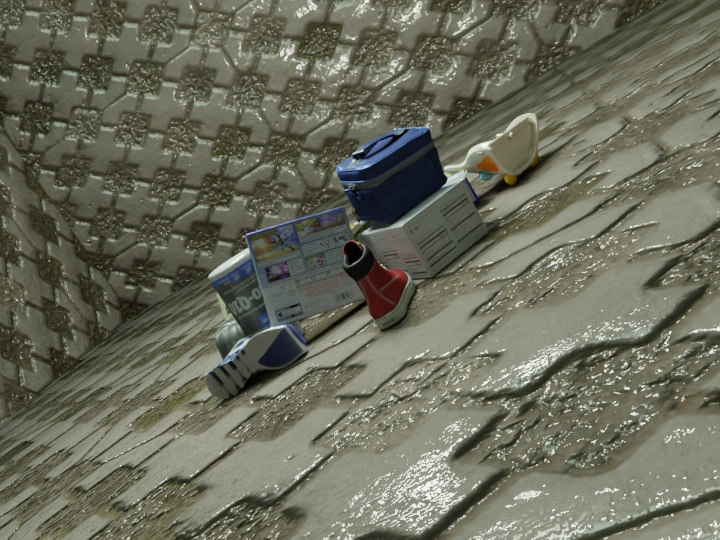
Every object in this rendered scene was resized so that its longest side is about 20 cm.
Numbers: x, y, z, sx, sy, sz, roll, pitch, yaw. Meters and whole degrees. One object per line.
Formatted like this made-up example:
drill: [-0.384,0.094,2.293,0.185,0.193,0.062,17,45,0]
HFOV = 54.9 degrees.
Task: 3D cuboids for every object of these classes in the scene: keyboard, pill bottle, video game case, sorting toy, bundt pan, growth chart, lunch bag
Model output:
keyboard: [0.147,-0.170,1.540,0.199,0.011,0.056,-25,23,26]
pill bottle: [-0.203,0.064,1.377,0.113,0.201,0.114,-31,11,6]
video game case: [-0.100,-0.006,1.320,0.198,0.183,0.045,-17,-2,-11]
sorting toy: [0.288,-0.259,1.566,0.179,0.108,0.200,1,30,47]
bundt pan: [-0.242,0.124,1.549,0.201,0.076,0.202,-31,12,7]
growth chart: [0.033,-0.103,1.436,0.199,0.018,0.145,-36,-13,-27]
lunch bag: [0.050,-0.188,1.311,0.199,0.133,0.135,-35,23,-26]

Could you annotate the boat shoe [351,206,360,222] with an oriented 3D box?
boat shoe: [0.013,-0.131,1.616,0.072,0.075,0.201,0,40,-10]

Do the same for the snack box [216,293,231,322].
snack box: [-0.258,0.067,1.687,0.199,0.117,0.037,-30,-17,28]

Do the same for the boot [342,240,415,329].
boot: [0.027,-0.001,1.185,0.072,0.145,0.200,-30,10,15]

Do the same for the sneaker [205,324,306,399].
sneaker: [-0.194,0.150,1.297,0.198,0.081,0.115,-31,13,14]

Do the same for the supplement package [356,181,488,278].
supplement package: [0.114,-0.071,1.326,0.155,0.112,0.200,-37,13,-22]

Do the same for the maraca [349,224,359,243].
maraca: [-0.020,-0.057,1.647,0.136,0.108,0.200,-13,9,34]

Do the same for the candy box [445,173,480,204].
candy box: [0.154,-0.141,1.599,0.199,0.077,0.169,-33,12,-5]
